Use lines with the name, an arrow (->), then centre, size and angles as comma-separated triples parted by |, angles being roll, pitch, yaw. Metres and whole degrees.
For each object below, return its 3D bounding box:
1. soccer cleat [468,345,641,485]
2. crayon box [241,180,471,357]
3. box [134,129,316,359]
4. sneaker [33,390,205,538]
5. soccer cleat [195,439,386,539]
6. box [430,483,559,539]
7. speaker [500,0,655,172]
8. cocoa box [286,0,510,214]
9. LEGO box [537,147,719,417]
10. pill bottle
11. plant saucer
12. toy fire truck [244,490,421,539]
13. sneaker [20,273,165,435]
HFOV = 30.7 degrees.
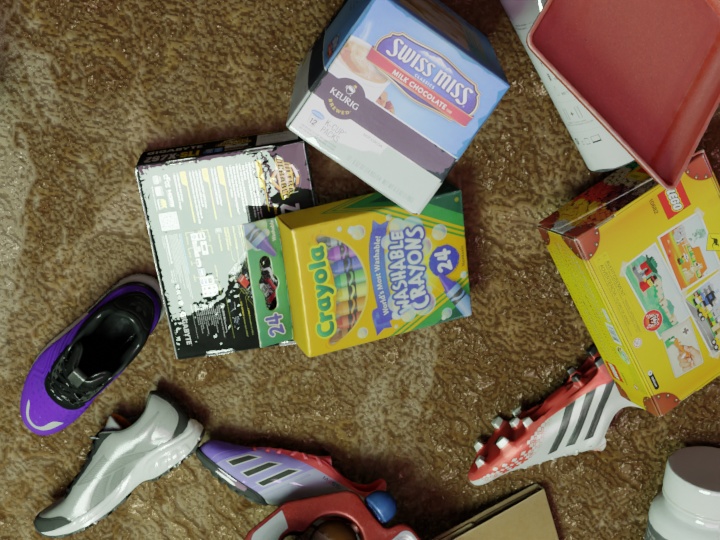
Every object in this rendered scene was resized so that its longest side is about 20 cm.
soccer cleat -> 0.196, 0.160, 1.300 | 0.200, 0.069, 0.085 | -41, 102, 10
crayon box -> 0.000, 0.000, 1.208 | 0.199, 0.052, 0.126 | -14, 112, -17
box -> -0.114, -0.023, 1.238 | 0.159, 0.049, 0.201 | -9, 111, 1
sneaker -> -0.251, 0.195, 1.318 | 0.200, 0.074, 0.079 | -38, 98, 7
soccer cleat -> -0.069, 0.207, 1.326 | 0.199, 0.068, 0.073 | 27, 93, -10
box -> 0.146, 0.342, 1.362 | 0.163, 0.021, 0.201 | -25, 111, -18
speaker -> 0.191, -0.190, 1.153 | 0.081, 0.081, 0.201 | -28, 108, 11
cocoa box -> 0.029, -0.162, 1.100 | 0.133, 0.200, 0.131 | 33, 107, -12
LEGO box -> 0.276, 0.007, 1.208 | 0.149, 0.077, 0.201 | -32, 109, -11
pill bottle -> 0.341, 0.287, 1.325 | 0.112, 0.113, 0.201 | 3, 112, -1
plant saucer -> 0.235, -0.203, 1.112 | 0.200, 0.037, 0.200 | 40, 70, -26
toy fire truck -> -0.009, 0.302, 1.264 | 0.168, 0.112, 0.200 | -35, 81, -20
sneaker -> -0.267, 0.091, 1.254 | 0.069, 0.100, 0.200 | 39, 106, -12
